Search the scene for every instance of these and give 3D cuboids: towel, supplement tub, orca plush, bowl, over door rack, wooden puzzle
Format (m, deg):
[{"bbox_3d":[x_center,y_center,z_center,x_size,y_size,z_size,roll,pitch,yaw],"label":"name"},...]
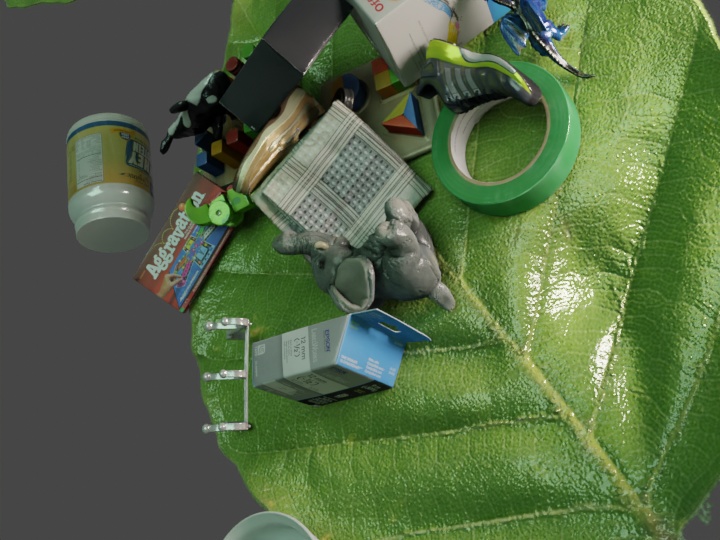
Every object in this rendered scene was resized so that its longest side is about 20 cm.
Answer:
[{"bbox_3d":[-0.031,-0.105,1.332,0.192,0.035,0.200,43,102,1],"label":"towel"},{"bbox_3d":[-0.425,-0.148,1.606,0.143,0.144,0.203,-23,62,26],"label":"supplement tub"},{"bbox_3d":[-0.248,-0.228,1.463,0.199,0.105,0.072,-33,87,36],"label":"orca plush"},{"bbox_3d":[-0.098,0.419,1.217,0.198,0.090,0.205,-12,67,31],"label":"bowl"},{"bbox_3d":[-0.184,0.149,1.298,0.065,0.200,0.151,1,81,-7],"label":"over door rack"},{"bbox_3d":[0.022,-0.237,1.392,0.198,0.046,0.188,-22,63,27],"label":"wooden puzzle"}]

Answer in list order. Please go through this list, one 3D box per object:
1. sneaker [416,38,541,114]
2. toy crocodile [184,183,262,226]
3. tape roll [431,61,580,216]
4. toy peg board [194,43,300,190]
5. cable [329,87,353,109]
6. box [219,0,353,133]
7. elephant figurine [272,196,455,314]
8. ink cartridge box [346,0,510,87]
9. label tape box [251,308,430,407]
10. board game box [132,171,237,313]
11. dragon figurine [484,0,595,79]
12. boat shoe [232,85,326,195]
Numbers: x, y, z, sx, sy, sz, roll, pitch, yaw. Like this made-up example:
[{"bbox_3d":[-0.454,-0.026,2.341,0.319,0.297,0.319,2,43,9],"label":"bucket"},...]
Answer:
[{"bbox_3d":[0.153,-0.240,1.237,0.199,0.073,0.082,29,97,45],"label":"sneaker"},{"bbox_3d":[-0.177,-0.115,1.453,0.197,0.067,0.063,-23,86,13],"label":"toy crocodile"},{"bbox_3d":[0.191,-0.175,1.253,0.198,0.048,0.204,-13,67,31],"label":"tape roll"},{"bbox_3d":[-0.201,-0.254,1.519,0.197,0.097,0.204,-16,65,29],"label":"toy peg board"},{"bbox_3d":[-0.044,-0.167,1.392,0.097,0.050,0.203,29,103,67],"label":"cable"},{"bbox_3d":[-0.108,-0.302,1.333,0.142,0.078,0.200,-61,14,-27],"label":"box"},{"bbox_3d":[0.000,0.000,1.275,0.198,0.142,0.157,-28,45,16],"label":"elephant figurine"},{"bbox_3d":[0.087,-0.396,1.317,0.199,0.145,0.148,-36,57,3],"label":"ink cartridge box"},{"bbox_3d":[-0.024,0.119,1.237,0.197,0.143,0.067,-16,64,29],"label":"label tape box"},{"bbox_3d":[-0.272,-0.045,1.513,0.102,0.019,0.202,32,93,7],"label":"board game box"},{"bbox_3d":[0.223,-0.321,1.238,0.059,0.099,0.202,-38,71,38],"label":"dragon figurine"},{"bbox_3d":[-0.113,-0.183,1.392,0.076,0.072,0.202,32,68,-4],"label":"boat shoe"}]
